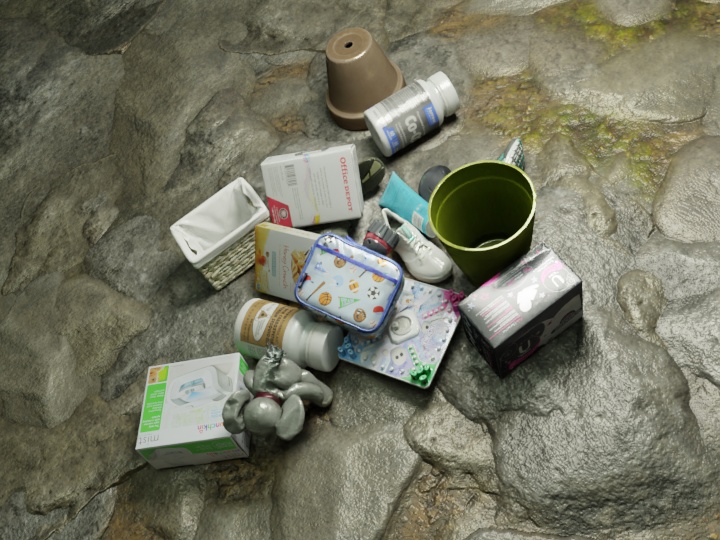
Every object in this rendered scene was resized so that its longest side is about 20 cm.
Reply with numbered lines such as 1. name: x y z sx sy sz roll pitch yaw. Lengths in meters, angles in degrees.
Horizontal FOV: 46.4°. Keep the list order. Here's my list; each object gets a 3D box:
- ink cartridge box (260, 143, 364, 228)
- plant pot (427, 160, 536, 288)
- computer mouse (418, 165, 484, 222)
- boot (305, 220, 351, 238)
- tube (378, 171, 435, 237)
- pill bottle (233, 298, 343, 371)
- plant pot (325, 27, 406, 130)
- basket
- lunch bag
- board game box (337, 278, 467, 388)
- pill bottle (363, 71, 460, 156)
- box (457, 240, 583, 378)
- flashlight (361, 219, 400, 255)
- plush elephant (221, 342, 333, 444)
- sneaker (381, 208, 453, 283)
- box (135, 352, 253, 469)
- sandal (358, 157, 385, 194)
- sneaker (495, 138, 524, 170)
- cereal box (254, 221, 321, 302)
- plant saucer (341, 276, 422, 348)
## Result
1. ink cartridge box: -0.098 -0.176 1.775 0.195 0.151 0.086 -7 16 6
2. plant pot: 0.242 -0.065 1.578 0.196 0.194 0.204 -10 53 14
3. computer mouse: 0.172 -0.150 1.723 0.140 0.052 0.201 -56 42 22
4. boot: -0.034 -0.061 1.759 0.195 0.068 0.133 -4 51 17
5. tube: 0.101 -0.134 1.744 0.200 0.050 0.078 43 109 48
6. pill bottle: -0.138 0.129 1.631 0.196 0.115 0.116 12 61 26
7. plant pot: -0.002 -0.459 1.953 0.196 0.176 0.204 -9 54 12
8. basket: -0.287 -0.076 1.822 0.198 0.124 0.136 -36 52 -8
9. lunch bag: -0.022 0.022 1.575 0.197 0.076 0.163 25 82 14
10. board game box: 0.078 0.102 1.583 0.197 0.026 0.202 15 63 28
11. pill bottle: 0.116 -0.351 1.873 0.198 0.114 0.115 -31 52 -3
12. box: 0.290 0.073 1.504 0.198 0.133 0.115 -35 56 -6
13. flashlight: 0.000 0.000 1.642 0.067 0.068 0.202 27 79 41
14. plush elephant: -0.158 0.242 1.520 0.161 0.201 0.157 12 65 18
15. sneaker: 0.103 -0.053 1.687 0.075 0.089 0.199 -40 53 -13
16. box: -0.311 0.271 1.609 0.195 0.097 0.179 -9 52 13
17. sandal: -0.035 -0.182 1.847 0.198 0.081 0.057 -25 16 6
18. sneaker: 0.275 -0.196 1.736 0.090 0.078 0.202 13 60 31
19. cereal box: -0.127 -0.009 1.712 0.196 0.147 0.039 13 22 28
20. plant saucer: 0.047 0.085 1.645 0.196 0.037 0.204 -10 53 14
